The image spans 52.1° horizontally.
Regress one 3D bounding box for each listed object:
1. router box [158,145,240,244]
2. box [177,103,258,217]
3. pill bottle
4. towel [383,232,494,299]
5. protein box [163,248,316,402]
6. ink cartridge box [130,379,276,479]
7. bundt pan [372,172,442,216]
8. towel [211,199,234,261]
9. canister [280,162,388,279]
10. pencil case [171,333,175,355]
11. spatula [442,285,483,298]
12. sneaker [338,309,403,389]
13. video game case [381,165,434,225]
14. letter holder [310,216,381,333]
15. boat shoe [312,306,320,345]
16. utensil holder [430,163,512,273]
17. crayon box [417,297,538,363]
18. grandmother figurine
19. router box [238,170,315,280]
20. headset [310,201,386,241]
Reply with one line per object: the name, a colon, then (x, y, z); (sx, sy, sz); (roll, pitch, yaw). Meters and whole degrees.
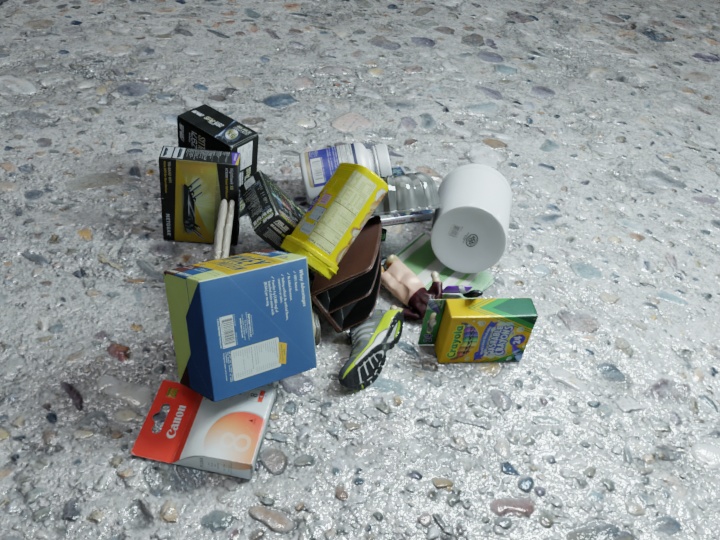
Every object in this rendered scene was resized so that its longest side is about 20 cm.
router box: (-0.327, -0.151, 1.514); (0.156, 0.201, 0.052); (4, 38, -5)
box: (-0.311, -0.232, 1.606); (0.163, 0.201, 0.086); (32, 45, 23)
pill bottle: (-0.032, -0.226, 1.679); (0.199, 0.120, 0.120); (-11, 43, 0)
towel: (0.168, 0.004, 1.568); (0.199, 0.023, 0.152); (33, 47, 22)
protein box: (-0.197, 0.084, 1.232); (0.199, 0.200, 0.135); (-14, 16, -36)
ink cartridge box: (-0.252, 0.243, 1.205); (0.199, 0.050, 0.163); (13, 41, -1)
bundt pan: (0.064, -0.156, 1.495); (0.200, 0.076, 0.202); (-5, 8, 1)
towel: (-0.274, -0.034, 1.445); (0.034, 0.133, 0.201); (6, 41, -9)
canister: (-0.047, -0.096, 1.356); (0.086, 0.201, 0.148); (36, -4, -24)
pencil case: (-0.253, 0.093, 1.349); (0.088, 0.089, 0.200); (30, 48, 22)
spatula: (0.201, 0.041, 1.409); (0.056, 0.021, 0.200); (1, 2, -7)
sneaker: (0.008, 0.142, 1.361); (0.081, 0.074, 0.200); (9, 38, 29)
video game case: (0.053, -0.178, 1.748); (0.181, 0.023, 0.200); (-9, 44, -19)
letter holder: (0.000, 0.000, 1.416); (0.142, 0.101, 0.200); (-25, 27, 22)
boat shoe: (-0.134, 0.064, 1.407); (0.073, 0.076, 0.200); (-11, 44, -15)
utensil holder: (0.238, -0.110, 1.573); (0.169, 0.171, 0.200); (13, 33, 4)
crayon box: (0.217, 0.113, 1.376); (0.199, 0.126, 0.052); (0, 43, -10)
grandmother figurine: (0.115, 0.052, 1.472); (0.121, 0.061, 0.200); (-46, 60, 6)
router box: (-0.149, -0.090, 1.492); (0.062, 0.200, 0.150); (-37, 46, 11)
headset: (-0.031, -0.106, 1.579); (0.199, 0.095, 0.123); (16, 11, 42)
